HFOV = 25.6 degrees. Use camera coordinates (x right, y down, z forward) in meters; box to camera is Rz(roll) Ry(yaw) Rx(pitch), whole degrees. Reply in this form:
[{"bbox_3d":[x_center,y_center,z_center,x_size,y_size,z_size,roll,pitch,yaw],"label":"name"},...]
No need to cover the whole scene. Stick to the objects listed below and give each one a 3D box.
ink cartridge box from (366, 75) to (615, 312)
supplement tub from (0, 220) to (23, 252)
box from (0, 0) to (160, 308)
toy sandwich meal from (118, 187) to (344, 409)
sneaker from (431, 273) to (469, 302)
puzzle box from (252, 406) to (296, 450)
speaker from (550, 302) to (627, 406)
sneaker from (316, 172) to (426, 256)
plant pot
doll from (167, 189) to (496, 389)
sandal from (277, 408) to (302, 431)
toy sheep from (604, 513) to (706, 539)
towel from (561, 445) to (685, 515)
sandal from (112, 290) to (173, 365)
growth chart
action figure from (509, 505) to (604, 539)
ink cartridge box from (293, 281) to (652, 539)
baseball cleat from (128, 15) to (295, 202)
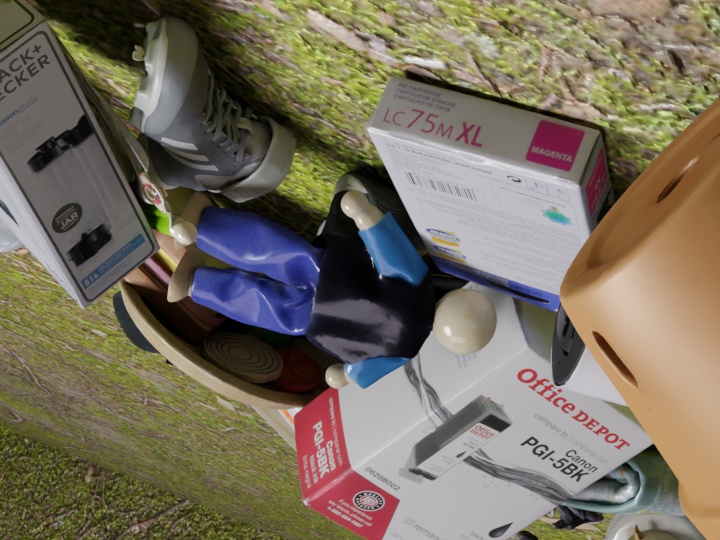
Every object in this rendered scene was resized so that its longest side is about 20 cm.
[{"bbox_3d":[0.084,-0.034,0.886,0.119,0.042,0.200,18,161,21],"label":"ink cartridge box"},{"bbox_3d":[-0.289,-0.108,1.052,0.200,0.123,0.122,34,162,-29],"label":"supplement tub"},{"bbox_3d":[-0.193,-0.082,0.887,0.117,0.060,0.200,41,163,34],"label":"box"},{"bbox_3d":[-0.089,0.015,1.131,0.205,0.070,0.205,30,-158,-13],"label":"toy sandwich meal"},{"bbox_3d":[0.092,0.066,1.137,0.200,0.076,0.115,32,165,-19],"label":"sneaker"},{"bbox_3d":[-0.116,0.079,1.418,0.200,0.025,0.133,45,178,-1],"label":"puzzle box"},{"bbox_3d":[0.203,0.047,0.831,0.199,0.081,0.081,16,166,-6],"label":"speaker"},{"bbox_3d":[0.000,0.000,1.040,0.074,0.085,0.200,24,165,-1],"label":"sneaker"},{"bbox_3d":[0.175,0.008,0.638,0.140,0.200,0.200,42,163,-2],"label":"plant pot"},{"bbox_3d":[-0.015,0.009,0.959,0.199,0.048,0.137,16,121,8],"label":"doll"},{"bbox_3d":[-0.048,0.085,1.252,0.079,0.059,0.207,58,169,-30],"label":"sandal"},{"bbox_3d":[0.275,0.237,1.340,0.138,0.138,0.200,17,-173,26],"label":"toy sheep"},{"bbox_3d":[0.209,0.156,1.224,0.171,0.048,0.200,4,178,-34],"label":"towel"},{"bbox_3d":[-0.152,0.050,1.283,0.200,0.048,0.075,-4,114,55],"label":"sandal"},{"bbox_3d":[-0.172,-0.100,0.932,0.200,0.018,0.145,55,164,-14],"label":"growth chart"},{"bbox_3d":[0.159,0.205,1.459,0.119,0.102,0.200,48,128,14],"label":"action figure"},{"bbox_3d":[0.076,0.105,1.065,0.200,0.083,0.147,-39,127,25],"label":"ink cartridge box"},{"bbox_3d":[-0.086,-0.093,0.932,0.106,0.070,0.200,10,168,-7],"label":"baseball cleat"}]
